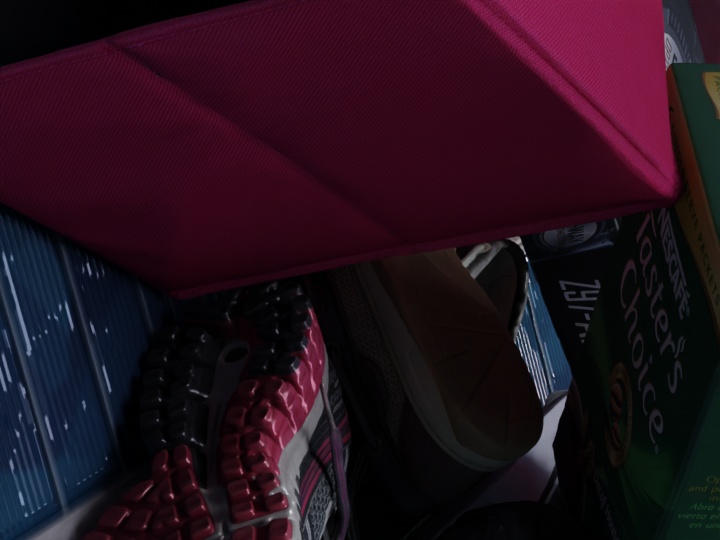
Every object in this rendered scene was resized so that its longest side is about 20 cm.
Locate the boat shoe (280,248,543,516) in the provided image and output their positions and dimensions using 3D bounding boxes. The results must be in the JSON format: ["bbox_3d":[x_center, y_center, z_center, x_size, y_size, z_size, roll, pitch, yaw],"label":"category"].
[{"bbox_3d":[0.000,0.000,0.931,0.072,0.065,0.200,14,41,-48],"label":"boat shoe"}]

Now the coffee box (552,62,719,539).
[{"bbox_3d":[0.111,0.040,0.866,0.200,0.044,0.123,103,-14,-46],"label":"coffee box"}]

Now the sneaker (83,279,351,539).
[{"bbox_3d":[-0.038,0.092,0.823,0.200,0.081,0.075,-72,145,-46],"label":"sneaker"}]

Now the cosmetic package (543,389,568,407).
[{"bbox_3d":[0.159,0.165,1.096,0.167,0.166,0.200,65,30,-27],"label":"cosmetic package"}]

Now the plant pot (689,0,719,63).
[{"bbox_3d":[0.243,-0.127,1.378,0.179,0.200,0.200,58,29,-7],"label":"plant pot"}]

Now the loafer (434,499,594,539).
[{"bbox_3d":[0.045,0.179,0.867,0.068,0.070,0.201,17,66,-32],"label":"loafer"}]

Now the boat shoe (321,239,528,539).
[{"bbox_3d":[0.019,0.051,0.971,0.071,0.064,0.200,63,30,-31],"label":"boat shoe"}]

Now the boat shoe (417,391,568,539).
[{"bbox_3d":[0.077,0.100,1.015,0.068,0.074,0.199,50,12,1],"label":"boat shoe"}]

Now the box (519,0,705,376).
[{"bbox_3d":[0.111,-0.062,1.107,0.160,0.044,0.200,65,28,-49],"label":"box"}]

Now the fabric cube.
[{"bbox_3d":[-0.027,-0.122,0.790,0.199,0.200,0.196,34,49,-57],"label":"fabric cube"}]
